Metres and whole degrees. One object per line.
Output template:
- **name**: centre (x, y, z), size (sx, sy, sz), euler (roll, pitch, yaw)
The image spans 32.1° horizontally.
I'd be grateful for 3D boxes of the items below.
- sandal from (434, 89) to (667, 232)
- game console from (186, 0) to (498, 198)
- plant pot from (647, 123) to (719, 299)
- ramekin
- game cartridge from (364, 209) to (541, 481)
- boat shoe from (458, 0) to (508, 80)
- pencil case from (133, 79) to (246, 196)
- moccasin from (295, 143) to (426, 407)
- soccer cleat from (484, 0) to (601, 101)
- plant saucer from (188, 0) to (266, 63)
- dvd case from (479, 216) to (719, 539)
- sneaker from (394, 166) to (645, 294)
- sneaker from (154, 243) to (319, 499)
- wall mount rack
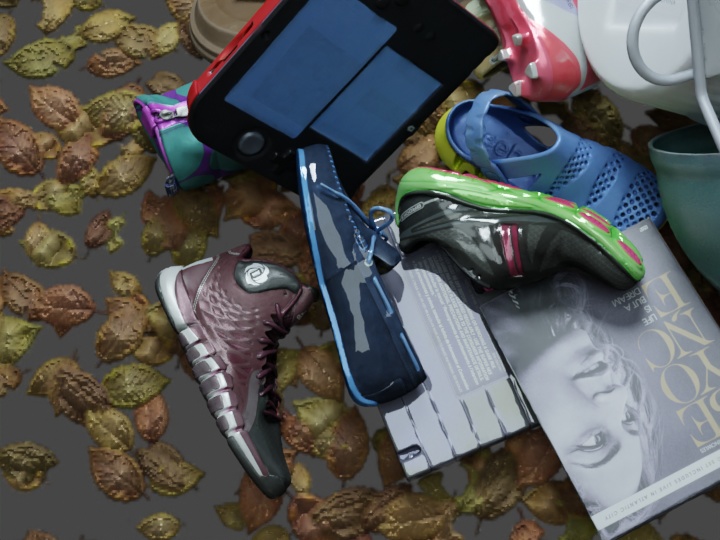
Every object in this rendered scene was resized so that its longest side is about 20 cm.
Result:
- **sandal**: centre (0.149, -0.082, 0.977), size (0.198, 0.087, 0.080), euler (23, 77, 8)
- **game console**: centre (-0.015, -0.144, 0.934), size (0.200, 0.176, 0.031), euler (-43, 41, 22)
- **plant pot**: centre (0.318, -0.040, 0.912), size (0.198, 0.200, 0.136), euler (-9, 101, 2)
- **ramekin**: centre (0.241, -0.205, 0.886), size (0.097, 0.200, 0.203), euler (4, 74, -25)
- **game cartridge**: centre (0.057, 0.047, 0.978), size (0.128, 0.038, 0.202), euler (-21, 75, -5)
- **boat shoe**: centre (0.176, -0.211, 1.017), size (0.198, 0.072, 0.077), euler (-23, 73, 10)
- **pencil case**: centre (-0.077, -0.135, 1.004), size (0.198, 0.092, 0.086), euler (-23, 75, -2)
- **moccasin**: centre (0.000, 0.000, 0.949), size (0.067, 0.080, 0.202), euler (-15, 89, -3)
- **soccer cleat**: centre (0.130, -0.226, 0.972), size (0.076, 0.067, 0.202), euler (-10, 76, -25)
- **plant saucer**: centre (-0.047, -0.229, 1.007), size (0.198, 0.030, 0.201), euler (-10, 44, 10)
- **dvd case**: centre (0.195, 0.075, 0.909), size (0.148, 0.016, 0.201), euler (-27, 63, 2)
- **sneaker**: centre (0.118, -0.019, 0.939), size (0.198, 0.077, 0.085), euler (18, 99, 23)
- **sneaker**: centre (-0.071, 0.065, 0.964), size (0.115, 0.076, 0.201), euler (-26, 75, -6)
- **wall mount rack**: centre (0.272, -0.131, 0.777), size (0.198, 0.075, 0.175), euler (-18, 115, -9)
